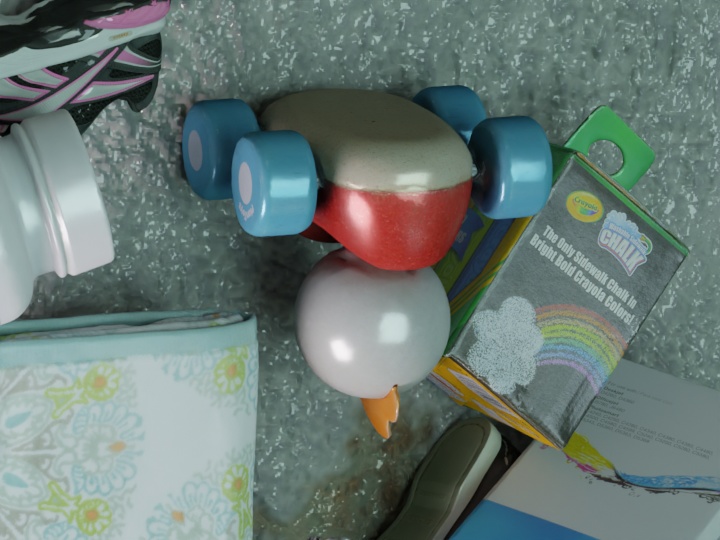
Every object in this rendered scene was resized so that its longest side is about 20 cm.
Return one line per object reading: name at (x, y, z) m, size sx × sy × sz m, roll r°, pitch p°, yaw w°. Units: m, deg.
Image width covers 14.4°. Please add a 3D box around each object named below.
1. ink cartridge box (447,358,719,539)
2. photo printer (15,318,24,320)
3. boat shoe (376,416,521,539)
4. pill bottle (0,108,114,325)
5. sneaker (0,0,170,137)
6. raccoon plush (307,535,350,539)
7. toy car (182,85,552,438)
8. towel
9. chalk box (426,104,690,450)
ink cartridge box at (0.176, 0.184, 1.844) m, size 0.200 × 0.146 × 0.147 m, roll -47°, pitch 140°, yaw -35°
photo printer at (-0.170, 0.142, 1.705) m, size 0.166 × 0.069 × 0.201 m, roll 18°, pitch 92°, yaw -34°
boat shoe at (0.043, 0.193, 1.853) m, size 0.061 × 0.072 × 0.201 m, roll 43°, pitch 75°, yaw -28°
pill bottle at (-0.243, -0.017, 1.560) m, size 0.199 × 0.120 × 0.120 m, roll -19°, pitch 112°, yaw -11°
sneaker at (-0.195, -0.103, 1.626) m, size 0.200 × 0.080 × 0.087 m, roll -16°, pitch 121°, yaw -23°
raccoon plush at (-0.038, 0.248, 1.760) m, size 0.134 × 0.200 × 0.097 m, roll 33°, pitch 51°, yaw -35°
toy car at (0.000, 0.000, 1.716) m, size 0.184 × 0.177 × 0.201 m, roll -4°, pitch 107°, yaw -22°
towel at (-0.152, 0.112, 1.641) m, size 0.199 × 0.048 × 0.172 m, roll -3°, pitch 105°, yaw -29°
chalk box at (0.112, -0.011, 1.817) m, size 0.124 × 0.124 × 0.200 m, roll 39°, pitch 79°, yaw -32°
